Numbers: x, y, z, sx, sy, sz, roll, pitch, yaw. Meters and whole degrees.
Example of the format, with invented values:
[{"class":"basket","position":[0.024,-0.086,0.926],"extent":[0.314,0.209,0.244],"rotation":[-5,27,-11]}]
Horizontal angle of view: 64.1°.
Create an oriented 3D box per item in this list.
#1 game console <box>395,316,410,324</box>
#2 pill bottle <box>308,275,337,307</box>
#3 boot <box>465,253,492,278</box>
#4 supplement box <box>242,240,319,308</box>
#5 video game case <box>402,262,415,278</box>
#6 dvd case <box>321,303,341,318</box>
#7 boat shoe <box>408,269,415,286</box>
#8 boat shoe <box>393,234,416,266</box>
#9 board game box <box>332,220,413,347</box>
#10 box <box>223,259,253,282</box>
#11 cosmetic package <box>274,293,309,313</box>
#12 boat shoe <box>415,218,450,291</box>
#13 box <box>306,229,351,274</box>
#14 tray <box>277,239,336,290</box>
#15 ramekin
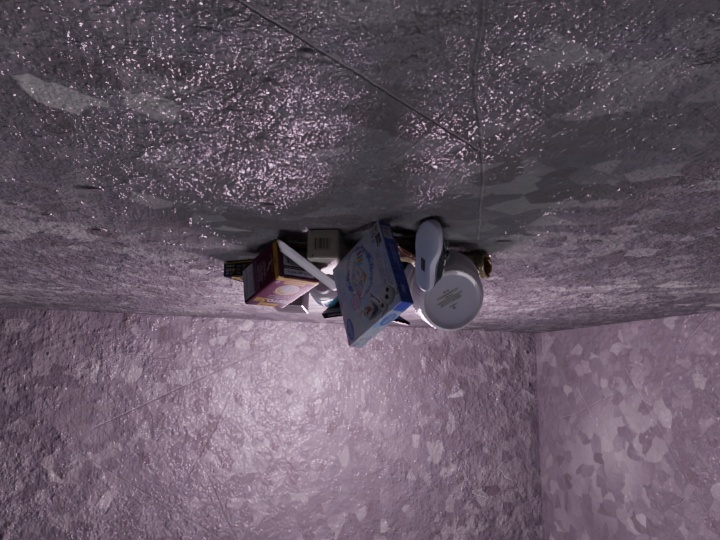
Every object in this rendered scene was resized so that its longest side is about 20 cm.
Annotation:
[{"class":"game console","position":[0.060,0.068,1.713],"extent":[0.115,0.179,0.198],"rotation":[-6,166,30]},{"class":"pill bottle","position":[-0.108,0.047,1.780],"extent":[0.106,0.115,0.200],"rotation":[1,170,1]},{"class":"boot","position":[0.295,0.000,1.615],"extent":[0.150,0.076,0.200],"rotation":[-3,162,20]},{"class":"supplement box","position":[-0.216,0.014,1.533],"extent":[0.128,0.107,0.198],"rotation":[8,153,-36]},{"class":"video game case","position":[0.082,0.027,1.489],"extent":[0.023,0.202,0.182],"rotation":[38,160,-9]},{"class":"dvd case","position":[-0.020,0.083,1.875],"extent":[0.148,0.025,0.200],"rotation":[-13,-155,51]},{"class":"boat shoe","position":[0.137,0.021,1.545],"extent":[0.073,0.201,0.062],"rotation":[42,-175,-2]},{"class":"boat shoe","position":[0.145,-0.052,1.363],"extent":[0.195,0.075,0.071],"rotation":[10,162,-34]},{"class":"board game box","position":[0.021,0.033,1.279],"extent":[0.042,0.205,0.199],"rotation":[10,142,-36]},{"class":"box","position":[-0.294,0.006,1.757],"extent":[0.194,0.051,0.159],"rotation":[-4,166,26]},{"class":"cosmetic package","position":[-0.214,0.077,1.756],"extent":[0.103,0.094,0.200],"rotation":[3,172,2]},{"class":"boat shoe","position":[0.170,-0.041,1.298],"extent":[0.067,0.204,0.073],"rotation":[-29,-133,-26]},{"class":"box","position":[-0.074,-0.043,1.427],"extent":[0.079,0.071,0.200],"rotation":[0,170,7]},{"class":"tray","position":[-0.127,-0.009,1.413],"extent":[0.198,0.022,0.107],"rotation":[38,177,-12]},{"class":"ramekin","position":[0.227,0.060,1.478],"extent":[0.195,0.210,0.095],"rotation":[2,-162,-7]}]
